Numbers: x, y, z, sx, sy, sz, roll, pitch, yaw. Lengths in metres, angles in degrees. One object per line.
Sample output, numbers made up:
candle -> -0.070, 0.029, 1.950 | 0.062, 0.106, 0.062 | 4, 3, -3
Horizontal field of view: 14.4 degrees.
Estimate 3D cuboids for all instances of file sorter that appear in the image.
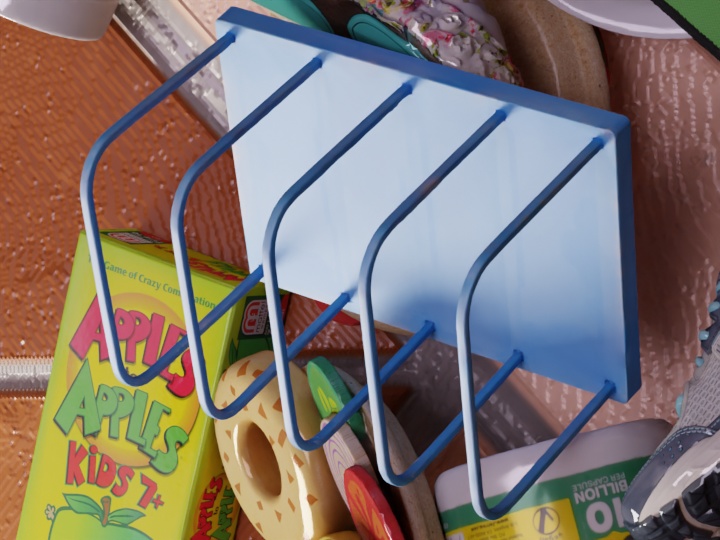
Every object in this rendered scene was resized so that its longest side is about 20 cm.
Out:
file sorter -> 0.000, 0.000, 1.185 | 0.199, 0.123, 0.140 | 18, 133, 29

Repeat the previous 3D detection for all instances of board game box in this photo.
board game box -> -0.108, 0.090, 1.408 | 0.101, 0.047, 0.201 | 19, 102, 32

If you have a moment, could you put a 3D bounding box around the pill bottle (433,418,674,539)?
pill bottle -> 0.107, 0.173, 1.228 | 0.112, 0.112, 0.201 | -19, 81, 33

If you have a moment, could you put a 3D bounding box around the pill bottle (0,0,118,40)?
pill bottle -> -0.129, -0.219, 1.373 | 0.113, 0.113, 0.201 | 31, 108, 29

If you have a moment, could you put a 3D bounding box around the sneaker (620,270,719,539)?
sneaker -> 0.176, 0.033, 1.187 | 0.200, 0.078, 0.086 | -45, 54, -2

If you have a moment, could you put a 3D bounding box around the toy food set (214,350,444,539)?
toy food set -> -0.010, 0.135, 1.289 | 0.198, 0.048, 0.202 | -170, 72, -68

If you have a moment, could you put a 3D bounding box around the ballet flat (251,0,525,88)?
ballet flat -> 0.012, -0.119, 1.238 | 0.200, 0.076, 0.064 | 36, 77, 22

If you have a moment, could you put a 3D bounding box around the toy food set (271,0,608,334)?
toy food set -> 0.028, -0.066, 1.303 | 0.199, 0.049, 0.199 | 16, 100, 32

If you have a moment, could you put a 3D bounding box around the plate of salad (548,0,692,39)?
plate of salad -> 0.135, -0.200, 1.213 | 0.199, 0.048, 0.202 | -2, 84, 19

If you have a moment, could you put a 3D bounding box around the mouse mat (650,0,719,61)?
mouse mat -> 0.175, -0.157, 1.118 | 0.161, 0.008, 0.200 | -57, 43, 16
